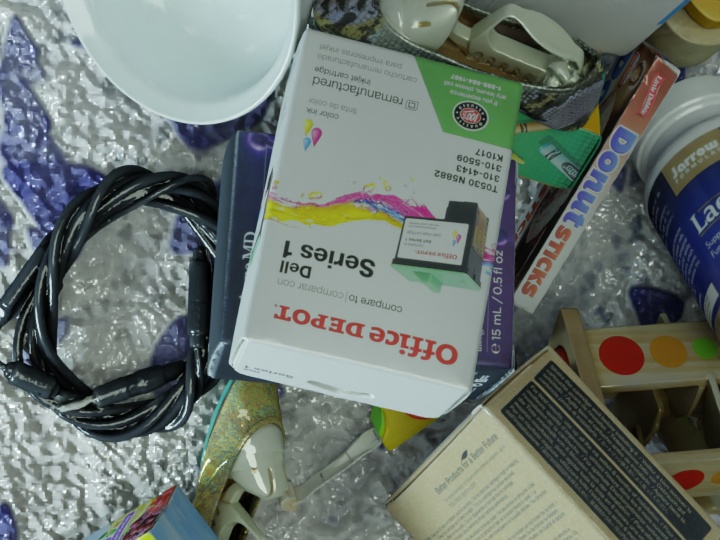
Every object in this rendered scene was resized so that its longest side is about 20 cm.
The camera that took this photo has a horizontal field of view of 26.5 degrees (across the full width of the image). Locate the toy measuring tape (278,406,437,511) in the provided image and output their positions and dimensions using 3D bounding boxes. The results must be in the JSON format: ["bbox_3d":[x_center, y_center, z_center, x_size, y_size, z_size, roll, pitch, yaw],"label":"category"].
[{"bbox_3d":[0.008,0.096,1.114,0.199,0.074,0.074,-35,102,4],"label":"toy measuring tape"}]

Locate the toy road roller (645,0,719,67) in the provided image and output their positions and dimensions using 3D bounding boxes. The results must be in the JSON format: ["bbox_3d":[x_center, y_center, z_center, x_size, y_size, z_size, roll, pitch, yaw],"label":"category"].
[{"bbox_3d":[0.262,-0.258,1.092,0.199,0.123,0.146,-39,88,-4],"label":"toy road roller"}]

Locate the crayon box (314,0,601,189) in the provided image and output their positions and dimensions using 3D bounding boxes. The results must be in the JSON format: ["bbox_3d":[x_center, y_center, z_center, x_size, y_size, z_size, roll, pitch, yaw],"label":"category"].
[{"bbox_3d":[0.066,-0.142,1.063,0.197,0.120,0.059,16,137,-12],"label":"crayon box"}]

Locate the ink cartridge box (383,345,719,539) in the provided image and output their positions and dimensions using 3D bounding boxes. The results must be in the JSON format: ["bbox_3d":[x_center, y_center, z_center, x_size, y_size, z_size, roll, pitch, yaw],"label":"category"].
[{"bbox_3d":[0.122,0.165,1.020,0.075,0.200,0.165,-38,81,-30],"label":"ink cartridge box"}]

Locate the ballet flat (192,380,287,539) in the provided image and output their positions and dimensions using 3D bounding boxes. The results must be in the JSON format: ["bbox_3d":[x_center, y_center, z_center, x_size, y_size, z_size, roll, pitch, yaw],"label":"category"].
[{"bbox_3d":[-0.089,0.166,1.101,0.070,0.071,0.202,21,96,-12],"label":"ballet flat"}]

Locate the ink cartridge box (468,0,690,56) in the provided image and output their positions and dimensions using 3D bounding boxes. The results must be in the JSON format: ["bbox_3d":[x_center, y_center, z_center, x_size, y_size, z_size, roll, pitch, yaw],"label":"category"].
[{"bbox_3d":[0.150,-0.270,1.032,0.123,0.128,0.203,6,73,-17],"label":"ink cartridge box"}]

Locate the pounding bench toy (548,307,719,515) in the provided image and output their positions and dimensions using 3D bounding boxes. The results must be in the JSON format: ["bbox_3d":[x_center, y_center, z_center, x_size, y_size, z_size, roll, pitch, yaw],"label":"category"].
[{"bbox_3d":[0.207,0.139,1.074,0.154,0.202,0.125,-3,142,-10],"label":"pounding bench toy"}]

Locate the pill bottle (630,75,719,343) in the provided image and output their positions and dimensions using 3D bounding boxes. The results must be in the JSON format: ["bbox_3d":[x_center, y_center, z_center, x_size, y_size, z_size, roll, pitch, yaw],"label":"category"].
[{"bbox_3d":[0.268,-0.037,1.070,0.114,0.201,0.117,-13,139,-11],"label":"pill bottle"}]

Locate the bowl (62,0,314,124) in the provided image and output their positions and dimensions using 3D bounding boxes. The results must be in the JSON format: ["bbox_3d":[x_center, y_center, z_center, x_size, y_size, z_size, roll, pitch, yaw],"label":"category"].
[{"bbox_3d":[-0.102,-0.207,1.020,0.199,0.090,0.204,15,121,27],"label":"bowl"}]

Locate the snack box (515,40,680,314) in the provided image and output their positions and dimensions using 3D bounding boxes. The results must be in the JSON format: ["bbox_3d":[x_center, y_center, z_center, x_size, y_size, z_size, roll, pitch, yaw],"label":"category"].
[{"bbox_3d":[0.158,-0.069,1.092,0.024,0.072,0.201,26,106,-14],"label":"snack box"}]

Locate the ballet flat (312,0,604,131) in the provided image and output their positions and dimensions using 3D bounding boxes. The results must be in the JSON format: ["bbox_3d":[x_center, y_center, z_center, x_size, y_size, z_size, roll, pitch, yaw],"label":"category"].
[{"bbox_3d":[0.069,-0.154,0.985,0.198,0.072,0.073,19,94,-9],"label":"ballet flat"}]

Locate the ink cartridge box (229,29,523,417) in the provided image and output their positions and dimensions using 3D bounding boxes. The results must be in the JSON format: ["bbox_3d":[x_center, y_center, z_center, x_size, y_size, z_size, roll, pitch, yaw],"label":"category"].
[{"bbox_3d":[0.010,-0.027,0.944,0.143,0.084,0.203,13,74,-7],"label":"ink cartridge box"}]

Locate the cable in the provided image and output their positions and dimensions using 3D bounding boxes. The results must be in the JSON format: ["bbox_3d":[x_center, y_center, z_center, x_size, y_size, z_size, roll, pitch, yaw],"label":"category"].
[{"bbox_3d":[-0.157,0.023,1.081,0.163,0.051,0.201,37,89,-13],"label":"cable"}]

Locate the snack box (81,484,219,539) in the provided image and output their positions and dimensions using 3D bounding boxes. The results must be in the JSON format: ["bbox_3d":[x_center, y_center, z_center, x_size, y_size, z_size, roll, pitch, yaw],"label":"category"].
[{"bbox_3d":[-0.160,0.270,1.066,0.199,0.068,0.169,-32,103,23],"label":"snack box"}]

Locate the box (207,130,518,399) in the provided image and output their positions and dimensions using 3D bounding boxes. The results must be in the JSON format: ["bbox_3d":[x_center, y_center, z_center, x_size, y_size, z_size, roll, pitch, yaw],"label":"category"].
[{"bbox_3d":[0.000,0.000,1.034,0.197,0.104,0.150,4,74,-9],"label":"box"}]
